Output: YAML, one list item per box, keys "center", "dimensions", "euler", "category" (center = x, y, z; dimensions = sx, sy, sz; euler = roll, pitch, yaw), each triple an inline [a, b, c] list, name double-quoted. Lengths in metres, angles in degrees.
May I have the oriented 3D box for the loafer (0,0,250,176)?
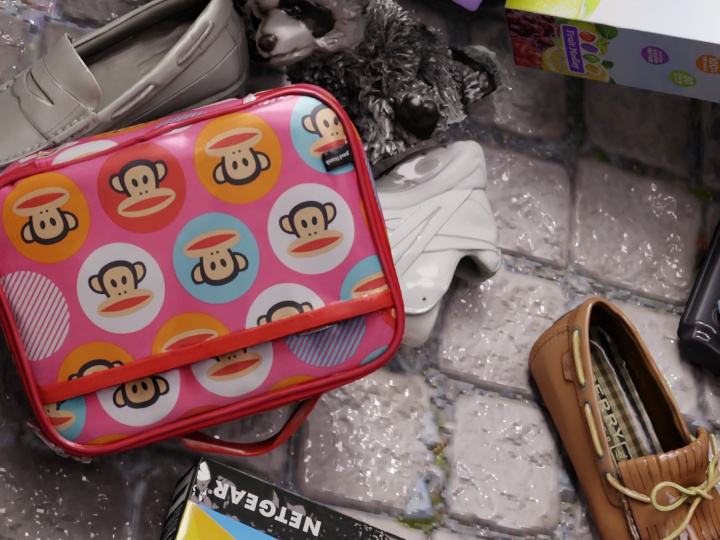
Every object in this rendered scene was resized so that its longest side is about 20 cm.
- center: [-0.152, -0.092, 1.137]
  dimensions: [0.199, 0.070, 0.070]
  euler: [-29, 51, -15]
  category: "loafer"

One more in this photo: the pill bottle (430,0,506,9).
- center: [0.072, -0.264, 1.316]
  dimensions: [0.111, 0.112, 0.202]
  euler: [16, 60, -16]
  category: "pill bottle"

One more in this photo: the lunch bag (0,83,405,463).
- center: [-0.081, 0.010, 1.090]
  dimensions: [0.198, 0.082, 0.178]
  euler: [-16, 99, -1]
  category: "lunch bag"

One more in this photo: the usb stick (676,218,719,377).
- center: [0.242, -0.023, 1.321]
  dimensions: [0.055, 0.033, 0.201]
  euler: [36, 56, -15]
  category: "usb stick"

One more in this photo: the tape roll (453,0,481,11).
- center: [-0.005, -0.219, 1.152]
  dimensions: [0.199, 0.200, 0.066]
  euler: [34, 98, -5]
  category: "tape roll"

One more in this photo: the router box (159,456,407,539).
- center: [-0.016, 0.201, 1.087]
  dimensions: [0.199, 0.051, 0.150]
  euler: [23, 61, -12]
  category: "router box"

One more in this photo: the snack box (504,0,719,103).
- center: [0.200, -0.183, 1.229]
  dimensions: [0.198, 0.068, 0.170]
  euler: [12, 66, 17]
  category: "snack box"

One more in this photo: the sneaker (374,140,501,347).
- center: [0.000, 0.000, 1.181]
  dimensions: [0.199, 0.078, 0.100]
  euler: [-21, 86, -25]
  category: "sneaker"

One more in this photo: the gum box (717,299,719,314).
- center: [0.299, 0.111, 1.254]
  dimensions: [0.169, 0.044, 0.202]
  euler: [9, 63, -34]
  category: "gum box"

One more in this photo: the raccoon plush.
- center: [-0.001, -0.136, 1.211]
  dimensions: [0.135, 0.096, 0.200]
  euler: [67, 21, -8]
  category: "raccoon plush"

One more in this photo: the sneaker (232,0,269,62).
- center: [-0.085, -0.211, 1.243]
  dimensions: [0.089, 0.079, 0.201]
  euler: [-28, 79, -29]
  category: "sneaker"

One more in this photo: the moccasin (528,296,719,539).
- center: [0.165, 0.109, 1.196]
  dimensions: [0.073, 0.078, 0.203]
  euler: [-12, 71, -28]
  category: "moccasin"
